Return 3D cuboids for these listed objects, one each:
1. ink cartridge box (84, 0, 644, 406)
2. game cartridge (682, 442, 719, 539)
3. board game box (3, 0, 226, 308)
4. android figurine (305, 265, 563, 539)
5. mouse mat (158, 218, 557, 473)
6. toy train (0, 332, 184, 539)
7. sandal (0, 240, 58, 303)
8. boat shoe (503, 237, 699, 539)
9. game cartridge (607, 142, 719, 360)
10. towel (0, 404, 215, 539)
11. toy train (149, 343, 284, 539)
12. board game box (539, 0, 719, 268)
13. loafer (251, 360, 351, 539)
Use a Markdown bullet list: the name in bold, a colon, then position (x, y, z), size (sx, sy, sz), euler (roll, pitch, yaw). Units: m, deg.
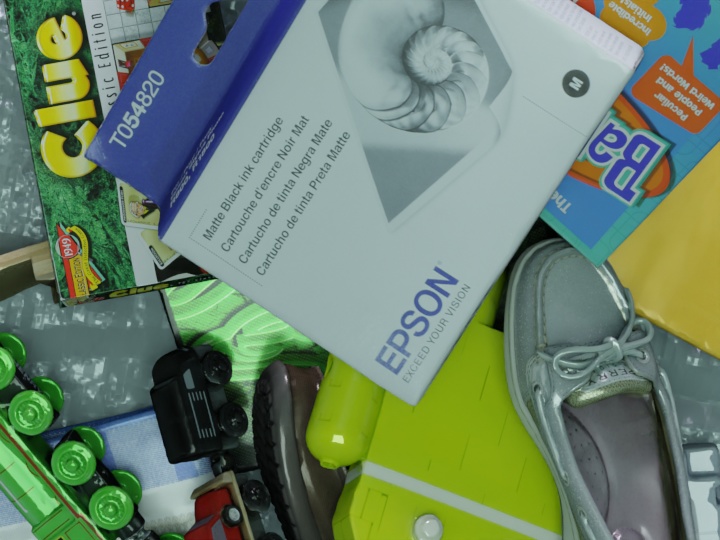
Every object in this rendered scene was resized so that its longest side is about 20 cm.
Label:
- **ink cartridge box**: position (-0.005, -0.071, 1.340), size (0.200, 0.041, 0.200), euler (33, 111, 3)
- **game cartridge**: position (0.120, 0.189, 1.480), size (0.133, 0.040, 0.201), euler (-4, 98, -4)
- **board game box**: position (-0.113, -0.090, 1.412), size (0.104, 0.023, 0.201), euler (-11, 84, -6)
- **android figurine**: position (0.060, 0.093, 1.412), size (0.182, 0.041, 0.201), euler (23, 67, -11)
- **mouse mat**: position (0.000, 0.000, 1.465), size (0.199, 0.008, 0.161), euler (-18, 98, 2)
- **toy train**: position (-0.139, 0.115, 1.443), size (0.056, 0.042, 0.200), euler (-39, 96, 11)
- **sandal**: position (-0.209, -0.009, 1.437), size (0.211, 0.078, 0.070), euler (-15, 78, -5)
- **boat shoe**: position (0.119, 0.080, 1.374), size (0.074, 0.065, 0.203), euler (-6, 81, -22)
- **game cartridge**: position (0.218, -0.047, 1.438), size (0.176, 0.032, 0.200), euler (28, 93, -9)
- **towel**: position (-0.127, 0.175, 1.478), size (0.146, 0.024, 0.201), euler (-14, 98, 0)
- **toy train**: position (-0.062, 0.132, 1.427), size (0.034, 0.046, 0.201), euler (-28, 75, 45)
- **board game box**: position (0.120, -0.124, 1.343), size (0.152, 0.045, 0.200), euler (40, 112, -4)
- **loafer**: position (0.001, 0.131, 1.456), size (0.071, 0.073, 0.201), euler (-21, 106, -8)
